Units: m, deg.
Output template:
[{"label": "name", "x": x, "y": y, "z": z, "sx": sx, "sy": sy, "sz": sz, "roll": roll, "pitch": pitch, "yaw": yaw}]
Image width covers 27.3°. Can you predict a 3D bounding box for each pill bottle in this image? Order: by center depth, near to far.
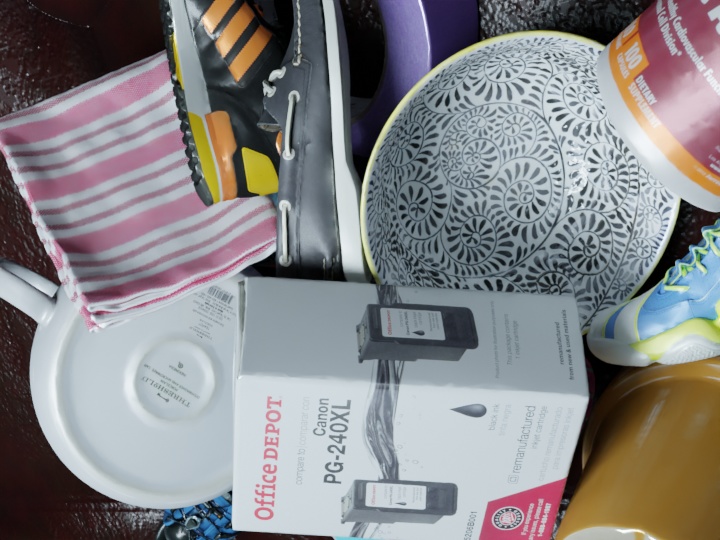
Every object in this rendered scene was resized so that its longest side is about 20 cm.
[{"label": "pill bottle", "x": 0.227, "y": -0.131, "z": 0.761, "sx": 0.114, "sy": 0.114, "sz": 0.200, "roll": 50, "pitch": 124, "yaw": 3}]

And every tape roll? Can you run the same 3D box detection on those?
[{"label": "tape roll", "x": -0.023, "y": -0.166, "z": 0.972, "sx": 0.198, "sy": 0.066, "sz": 0.202, "roll": 18, "pitch": 125, "yaw": 28}]

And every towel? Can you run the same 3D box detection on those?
[{"label": "towel", "x": -0.149, "y": -0.061, "z": 0.979, "sx": 0.201, "sy": 0.145, "sz": 0.030, "roll": 57, "pitch": 163, "yaw": 32}]

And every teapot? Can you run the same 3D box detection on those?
[{"label": "teapot", "x": -0.145, "y": 0.062, "z": 1.040, "sx": 0.146, "sy": 0.195, "sz": 0.203, "roll": -155, "pitch": 49, "yaw": -71}]

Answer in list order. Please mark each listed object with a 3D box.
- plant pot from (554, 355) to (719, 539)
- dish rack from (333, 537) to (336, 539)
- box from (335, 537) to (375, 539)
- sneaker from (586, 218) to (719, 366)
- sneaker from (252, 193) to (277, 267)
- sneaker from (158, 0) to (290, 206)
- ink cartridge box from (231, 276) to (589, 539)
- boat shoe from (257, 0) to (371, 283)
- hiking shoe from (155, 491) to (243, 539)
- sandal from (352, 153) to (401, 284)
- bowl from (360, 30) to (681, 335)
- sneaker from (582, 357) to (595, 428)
[{"label": "plant pot", "x": 0.205, "y": 0.160, "z": 0.898, "sx": 0.198, "sy": 0.183, "sz": 0.203, "roll": 17, "pitch": 124, "yaw": 28}, {"label": "dish rack", "x": 0.021, "y": 0.118, "z": 1.111, "sx": 0.170, "sy": 0.043, "sz": 0.202, "roll": -8, "pitch": 109, "yaw": 39}, {"label": "box", "x": 0.012, "y": 0.143, "z": 1.022, "sx": 0.049, "sy": 0.083, "sz": 0.201, "roll": -5, "pitch": 124, "yaw": 37}, {"label": "sneaker", "x": 0.221, "y": -0.010, "z": 0.863, "sx": 0.198, "sy": 0.076, "sz": 0.106, "roll": -13, "pitch": 95, "yaw": 19}, {"label": "sneaker", "x": -0.106, "y": -0.027, "z": 1.079, "sx": 0.199, "sy": 0.095, "sz": 0.080, "roll": -19, "pitch": 86, "yaw": 42}, {"label": "sneaker", "x": -0.078, "y": -0.146, "z": 0.945, "sx": 0.070, "sy": 0.089, "sz": 0.203, "roll": 160, "pitch": 101, "yaw": -80}, {"label": "ink cartridge box", "x": 0.022, "y": 0.086, "z": 0.873, "sx": 0.197, "sy": 0.084, "sz": 0.146, "roll": 3, "pitch": 134, "yaw": -3}, {"label": "boat shoe", "x": -0.032, "y": -0.088, "z": 0.891, "sx": 0.059, "sy": 0.074, "sz": 0.203, "roll": -6, "pitch": 89, "yaw": 6}, {"label": "hiking shoe", "x": -0.112, "y": 0.192, "z": 1.183, "sx": 0.074, "sy": 0.087, "sz": 0.200, "roll": 44, "pitch": 156, "yaw": 4}, {"label": "sandal", "x": 0.001, "y": 0.000, "z": 0.998, "sx": 0.075, "sy": 0.048, "sz": 0.202, "roll": 28, "pitch": 138, "yaw": 16}, {"label": "bowl", "x": 0.087, "y": -0.058, "z": 0.906, "sx": 0.198, "sy": 0.094, "sz": 0.203, "roll": -5, "pitch": 114, "yaw": -10}, {"label": "sneaker", "x": 0.088, "y": 0.137, "z": 1.000, "sx": 0.081, "sy": 0.201, "sz": 0.088, "roll": 35, "pitch": 170, "yaw": 18}]
